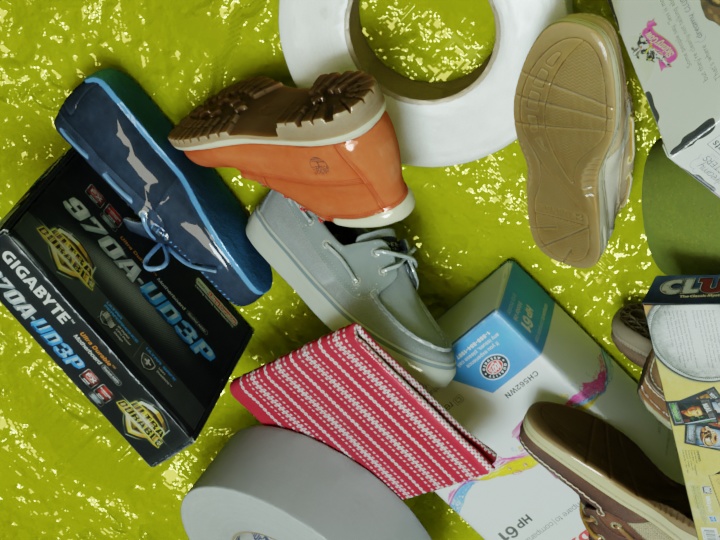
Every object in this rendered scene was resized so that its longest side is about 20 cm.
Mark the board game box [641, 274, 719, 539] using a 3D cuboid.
[{"bbox_3d":[0.264,0.095,1.083,0.135,0.035,0.201,-1,122,29],"label":"board game box"}]

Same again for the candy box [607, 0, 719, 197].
[{"bbox_3d":[0.258,-0.166,1.039,0.200,0.168,0.071,-37,134,26],"label":"candy box"}]

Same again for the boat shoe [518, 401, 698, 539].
[{"bbox_3d":[0.182,0.168,1.194,0.200,0.072,0.072,33,116,-14],"label":"boat shoe"}]

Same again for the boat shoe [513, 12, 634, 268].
[{"bbox_3d":[0.147,-0.095,1.143,0.073,0.069,0.201,21,139,22],"label":"boat shoe"}]

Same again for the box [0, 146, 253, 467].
[{"bbox_3d":[-0.175,0.021,1.242,0.046,0.159,0.200,-33,105,26],"label":"box"}]

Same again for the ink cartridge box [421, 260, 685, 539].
[{"bbox_3d":[0.124,0.118,1.266,0.200,0.085,0.144,43,117,-12],"label":"ink cartridge box"}]

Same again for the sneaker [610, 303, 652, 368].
[{"bbox_3d":[0.263,0.093,1.230,0.199,0.071,0.076,23,120,1],"label":"sneaker"}]

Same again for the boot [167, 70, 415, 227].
[{"bbox_3d":[-0.049,-0.075,1.187,0.199,0.075,0.107,7,135,45],"label":"boot"}]

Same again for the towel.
[{"bbox_3d":[-0.003,0.107,1.222,0.145,0.023,0.200,44,149,-11],"label":"towel"}]

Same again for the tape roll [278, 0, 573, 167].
[{"bbox_3d":[0.043,-0.168,1.166,0.202,0.037,0.204,6,118,11],"label":"tape roll"}]

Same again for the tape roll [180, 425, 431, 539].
[{"bbox_3d":[-0.038,0.210,1.308,0.200,0.066,0.201,27,148,19],"label":"tape roll"}]

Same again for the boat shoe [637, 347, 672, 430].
[{"bbox_3d":[0.286,0.091,1.142,0.199,0.076,0.074,19,160,0],"label":"boat shoe"}]

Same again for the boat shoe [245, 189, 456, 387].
[{"bbox_3d":[0.000,0.000,1.207,0.201,0.070,0.072,42,112,27],"label":"boat shoe"}]

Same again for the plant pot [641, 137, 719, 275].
[{"bbox_3d":[0.290,-0.046,1.107,0.199,0.187,0.188,-4,116,30],"label":"plant pot"}]

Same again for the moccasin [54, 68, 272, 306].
[{"bbox_3d":[-0.142,-0.053,1.251,0.068,0.080,0.200,-37,90,19],"label":"moccasin"}]
